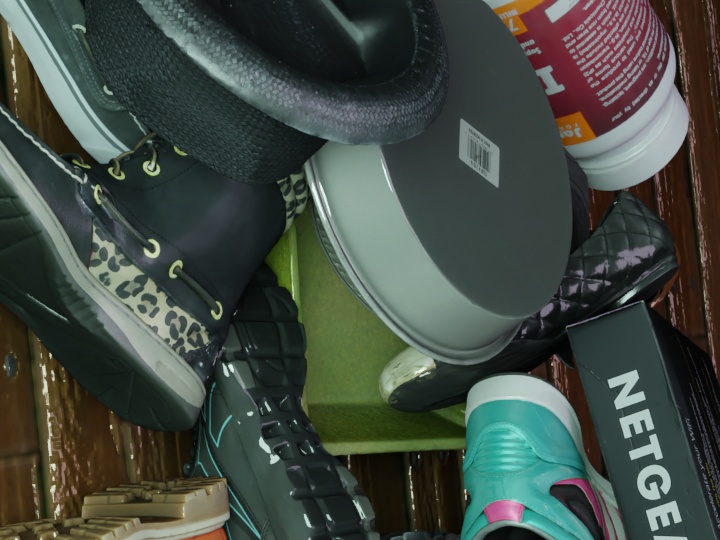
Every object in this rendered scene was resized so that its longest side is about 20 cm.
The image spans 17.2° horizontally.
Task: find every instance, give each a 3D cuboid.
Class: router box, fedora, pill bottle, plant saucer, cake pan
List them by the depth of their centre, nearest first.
[{"bbox_3d":[-0.058,-0.110,1.044,0.199,0.092,0.202,24,39,-21],"label":"fedora"},{"bbox_3d":[0.043,-0.055,1.159,0.200,0.037,0.202,29,53,-46],"label":"cake pan"},{"bbox_3d":[0.179,0.129,1.285,0.149,0.051,0.202,33,39,-64],"label":"router box"},{"bbox_3d":[0.000,0.000,1.294,0.199,0.048,0.202,5,80,-57],"label":"plant saucer"},{"bbox_3d":[0.124,-0.143,1.455,0.200,0.112,0.114,51,45,-39],"label":"pill bottle"}]

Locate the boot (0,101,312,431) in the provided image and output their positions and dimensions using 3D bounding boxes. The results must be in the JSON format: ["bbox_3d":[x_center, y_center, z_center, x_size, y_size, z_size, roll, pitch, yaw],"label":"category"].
[{"bbox_3d":[-0.109,-0.046,1.079,0.204,0.073,0.154,53,53,-30],"label":"boot"}]

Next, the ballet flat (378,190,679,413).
[{"bbox_3d":[0.088,0.021,1.289,0.199,0.067,0.057,-27,71,-26],"label":"ballet flat"}]

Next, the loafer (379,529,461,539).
[{"bbox_3d":[0.055,0.170,1.319,0.200,0.063,0.072,12,54,-61],"label":"loafer"}]

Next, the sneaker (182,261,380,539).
[{"bbox_3d":[-0.062,0.077,1.168,0.075,0.079,0.201,2,63,-51],"label":"sneaker"}]

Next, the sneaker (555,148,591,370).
[{"bbox_3d":[0.090,-0.024,1.340,0.200,0.060,0.105,38,50,-52],"label":"sneaker"}]

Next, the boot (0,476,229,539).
[{"bbox_3d":[-0.119,0.159,1.059,0.199,0.074,0.108,-8,95,-59],"label":"boot"}]

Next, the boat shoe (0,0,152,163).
[{"bbox_3d":[-0.120,-0.114,1.118,0.200,0.056,0.069,55,42,-37],"label":"boat shoe"}]

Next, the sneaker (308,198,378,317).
[{"bbox_3d":[0.019,-0.077,1.222,0.106,0.074,0.201,-41,117,-49],"label":"sneaker"}]

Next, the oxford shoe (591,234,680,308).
[{"bbox_3d":[0.173,0.012,1.543,0.200,0.071,0.072,-25,104,-58],"label":"oxford shoe"}]

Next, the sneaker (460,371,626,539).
[{"bbox_3d":[0.109,0.159,1.272,0.200,0.083,0.121,53,36,-41],"label":"sneaker"}]
